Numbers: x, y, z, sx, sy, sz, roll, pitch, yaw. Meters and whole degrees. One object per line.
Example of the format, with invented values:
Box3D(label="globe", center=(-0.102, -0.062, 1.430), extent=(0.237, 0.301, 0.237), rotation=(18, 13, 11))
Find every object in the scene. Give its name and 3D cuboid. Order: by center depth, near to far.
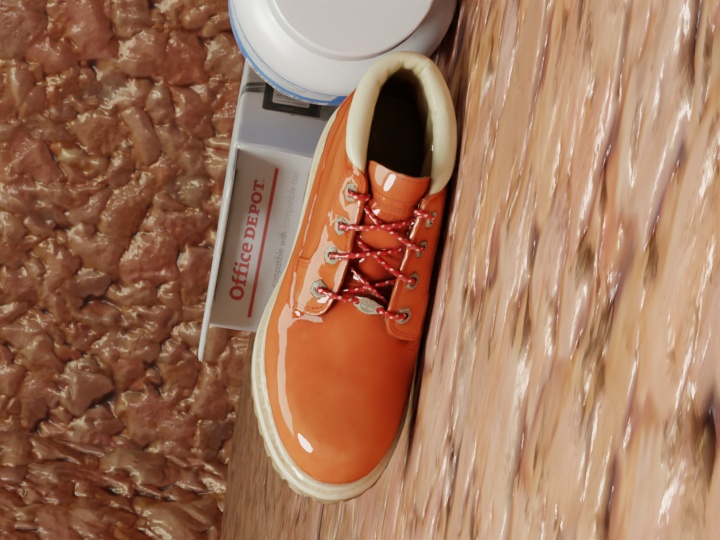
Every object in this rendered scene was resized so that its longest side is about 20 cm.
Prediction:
Box3D(label="boot", center=(0.000, 0.000, 1.091), extent=(0.107, 0.075, 0.201), rotation=(125, 155, -70))
Box3D(label="pill bottle", center=(-0.009, -0.141, 1.208), extent=(0.200, 0.111, 0.113), rotation=(-165, 84, -85))
Box3D(label="ink cartridge box", center=(-0.042, -0.042, 1.340), extent=(0.200, 0.066, 0.116), rotation=(-87, 7, -58))
